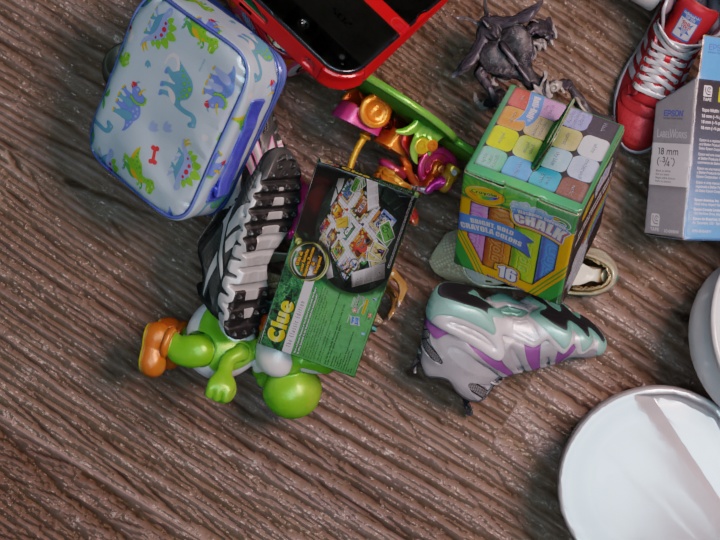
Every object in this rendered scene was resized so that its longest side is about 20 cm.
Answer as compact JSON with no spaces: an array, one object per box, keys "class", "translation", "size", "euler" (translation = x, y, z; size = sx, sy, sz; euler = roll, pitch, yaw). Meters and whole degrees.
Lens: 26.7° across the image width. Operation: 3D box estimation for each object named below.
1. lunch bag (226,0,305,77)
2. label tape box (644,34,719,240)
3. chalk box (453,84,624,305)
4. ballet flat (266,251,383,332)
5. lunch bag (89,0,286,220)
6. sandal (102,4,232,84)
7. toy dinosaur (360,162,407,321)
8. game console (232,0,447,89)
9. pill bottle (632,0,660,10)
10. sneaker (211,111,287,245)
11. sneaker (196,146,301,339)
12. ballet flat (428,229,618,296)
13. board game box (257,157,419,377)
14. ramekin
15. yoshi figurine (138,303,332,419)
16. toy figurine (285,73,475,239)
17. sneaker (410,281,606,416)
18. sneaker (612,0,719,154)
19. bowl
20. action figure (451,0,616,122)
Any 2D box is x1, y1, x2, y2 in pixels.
[{"class":"lunch bag","translation":[-0.040,-0.304,1.535],"size":[0.199,0.082,0.177],"euler":[-24,80,-16]},{"class":"label tape box","translation":[0.369,-0.131,1.541],"size":[0.144,0.063,0.201],"euler":[2,95,-31]},{"class":"chalk box","translation":[0.173,-0.087,1.483],"size":[0.124,0.200,0.125],"euler":[22,56,14]},{"class":"ballet flat","translation":[-0.065,0.015,1.564],"size":[0.199,0.071,0.066],"euler":[11,74,20]},{"class":"lunch bag","translation":[-0.170,-0.159,1.494],"size":[0.161,0.082,0.201],"euler":[37,116,22]},{"class":"sandal","translation":[-0.177,-0.240,1.564],"size":[0.199,0.055,0.082],"euler":[-13,61,7]},{"class":"toy dinosaur","translation":[0.000,0.000,1.588],"size":[0.106,0.060,0.201],"euler":[28,94,0]},{"class":"game console","translation":[-0.032,-0.288,1.476],"size":[0.200,0.031,0.177],"euler":[43,65,3]},{"class":"pill bottle","translation":[0.234,-0.354,1.531],"size":[0.200,0.114,0.114],"euler":[31,94,-1]},{"class":"sneaker","translation":[-0.102,-0.114,1.578],"size":[0.086,0.080,0.201],"euler":[8,100,-5]},{"class":"sneaker","translation":[-0.120,-0.038,1.505],"size":[0.090,0.066,0.201],"euler":[34,117,36]},{"class":"ballet flat","translation":[0.171,-0.009,1.583],"size":[0.199,0.062,0.068],"euler":[4,97,1]},{"class":"board game box","translation":[-0.023,-0.001,1.481],"size":[0.104,0.023,0.201],"euler":[19,111,-1]},{"class":"ramekin","translation":[0.302,0.213,1.581],"size":[0.201,0.094,0.203],"euler":[0,94,2]},{"class":"yoshi figurine","translation":[-0.121,0.105,1.570],"size":[0.199,0.112,0.113],"euler":[5,55,9]},{"class":"toy figurine","translation":[0.007,-0.083,1.541],"size":[0.200,0.150,0.184],"euler":[32,90,-25]},{"class":"sneaker","translation":[0.148,0.096,1.594],"size":[0.199,0.078,0.140],"euler":[14,114,-12]},{"class":"sneaker","translation":[0.314,-0.215,1.540],"size":[0.071,0.112,0.201],"euler":[20,94,0]},{"class":"bowl","translation":[0.401,0.074,1.552],"size":[0.200,0.090,0.202],"euler":[9,74,-33]},{"class":"action figure","translation":[0.167,-0.200,1.553],"size":[0.119,0.102,0.200],"euler":[-40,108,5]}]
